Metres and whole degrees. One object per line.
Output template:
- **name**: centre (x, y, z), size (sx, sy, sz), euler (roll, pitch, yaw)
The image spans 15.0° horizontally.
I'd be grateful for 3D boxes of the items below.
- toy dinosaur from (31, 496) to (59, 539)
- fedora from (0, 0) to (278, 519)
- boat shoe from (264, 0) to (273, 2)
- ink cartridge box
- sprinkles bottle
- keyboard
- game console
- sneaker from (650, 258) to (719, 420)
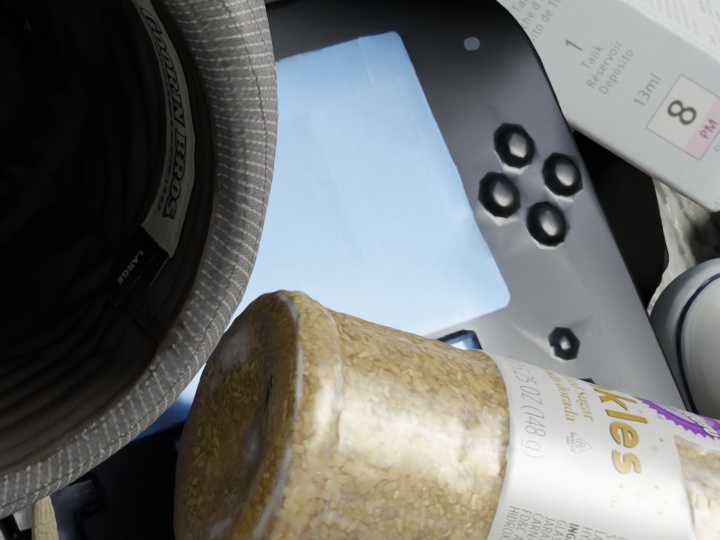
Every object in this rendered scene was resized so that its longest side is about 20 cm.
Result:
- **toy dinosaur**: centre (-0.013, 0.140, 0.562), size (0.200, 0.101, 0.058), euler (35, -18, 16)
- **fedora**: centre (-0.114, -0.037, 0.523), size (0.200, 0.177, 0.090), euler (17, 19, -31)
- **boat shoe**: centre (0.000, 0.000, 0.731), size (0.072, 0.068, 0.200), euler (9, 56, -53)
- **ink cartridge box**: centre (0.036, -0.105, 0.852), size (0.200, 0.057, 0.163), euler (28, 16, -5)
- **sprinkles bottle**: centre (0.060, 0.061, 0.616), size (0.200, 0.068, 0.068), euler (16, 48, -22)
- **keyboard**: centre (0.051, -0.002, 0.859), size (0.200, 0.040, 0.104), euler (-53, 135, -60)
- **game console**: centre (-0.013, 0.025, 0.646), size (0.200, 0.031, 0.177), euler (-19, 79, -34)
- **sneaker**: centre (0.178, 0.073, 0.905), size (0.200, 0.073, 0.071), euler (45, -11, -12)
